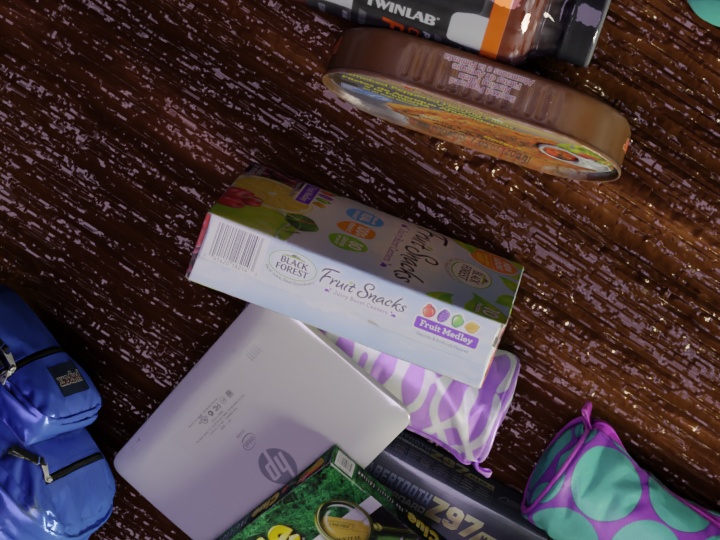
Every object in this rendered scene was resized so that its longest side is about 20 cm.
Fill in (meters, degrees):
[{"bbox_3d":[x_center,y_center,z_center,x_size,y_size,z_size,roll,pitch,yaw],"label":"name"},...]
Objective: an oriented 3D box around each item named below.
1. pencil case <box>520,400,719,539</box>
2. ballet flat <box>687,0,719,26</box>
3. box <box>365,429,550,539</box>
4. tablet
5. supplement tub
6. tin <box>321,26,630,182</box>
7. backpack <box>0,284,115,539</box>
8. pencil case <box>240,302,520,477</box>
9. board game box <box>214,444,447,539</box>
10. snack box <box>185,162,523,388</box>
[{"bbox_3d":[0.208,0.181,1.479,0.200,0.085,0.092,33,109,-1],"label":"pencil case"},{"bbox_3d":[0.279,-0.161,1.209,0.200,0.070,0.067,-1,107,11],"label":"ballet flat"},{"bbox_3d":[0.013,0.193,1.533,0.200,0.051,0.158,28,111,0],"label":"box"},{"bbox_3d":[-0.069,0.114,1.469,0.130,0.014,0.200,41,124,-2],"label":"tablet"},{"bbox_3d":[0.059,-0.191,1.373,0.200,0.107,0.107,18,110,4],"label":"supplement tub"},{"bbox_3d":[0.075,-0.106,1.396,0.200,0.112,0.042,19,85,3],"label":"tin"},{"bbox_3d":[-0.259,0.120,1.477,0.168,0.162,0.200,-41,83,20],"label":"backpack"},{"bbox_3d":[0.008,0.064,1.474,0.200,0.084,0.086,20,75,4],"label":"pencil case"},{"bbox_3d":[-0.046,0.206,1.493,0.105,0.023,0.200,42,122,-12],"label":"board game box"},{"bbox_3d":[0.000,0.000,1.425,0.200,0.142,0.053,21,109,3],"label":"snack box"}]
